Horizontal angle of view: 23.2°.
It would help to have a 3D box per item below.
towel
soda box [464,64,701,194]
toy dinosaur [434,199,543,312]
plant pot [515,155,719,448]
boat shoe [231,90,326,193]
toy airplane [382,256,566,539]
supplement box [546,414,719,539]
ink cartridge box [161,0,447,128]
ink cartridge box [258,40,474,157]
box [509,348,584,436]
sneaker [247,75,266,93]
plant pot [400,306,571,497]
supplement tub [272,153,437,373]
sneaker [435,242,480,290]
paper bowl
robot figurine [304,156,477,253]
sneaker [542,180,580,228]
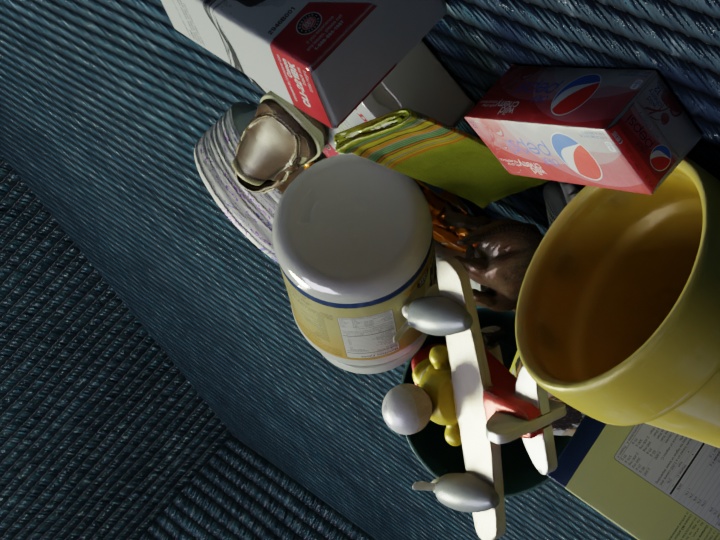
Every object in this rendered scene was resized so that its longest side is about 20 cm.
[{"bbox_3d":[0.074,-0.093,1.484,0.086,0.018,0.199,-16,156,39],"label":"towel"},{"bbox_3d":[0.166,-0.111,1.339,0.070,0.063,0.200,49,165,-24],"label":"soda box"},{"bbox_3d":[0.145,-0.005,1.596,0.134,0.086,0.200,5,154,18],"label":"toy dinosaur"},{"bbox_3d":[0.251,0.041,1.327,0.188,0.202,0.200,31,172,-27],"label":"plant pot"},{"bbox_3d":[-0.083,-0.111,1.656,0.075,0.075,0.202,41,168,1],"label":"boat shoe"},{"bbox_3d":[0.090,0.117,1.527,0.200,0.140,0.201,99,156,-60],"label":"toy airplane"},{"bbox_3d":[0.290,0.182,1.572,0.199,0.135,0.200,34,-177,10],"label":"supplement box"},{"bbox_3d":[-0.053,-0.229,1.424,0.199,0.144,0.084,33,162,32],"label":"ink cartridge box"},{"bbox_3d":[-0.007,-0.172,1.588,0.145,0.084,0.200,47,166,-21],"label":"ink cartridge box"},{"bbox_3d":[0.186,0.077,1.602,0.075,0.050,0.201,4,141,-8],"label":"box"},{"bbox_3d":[-0.105,-0.256,1.698,0.200,0.071,0.083,60,-177,-49],"label":"sneaker"},{"bbox_3d":[0.138,0.135,1.897,0.200,0.201,0.161,43,180,-1],"label":"plant pot"},{"bbox_3d":[0.000,0.000,1.608,0.144,0.144,0.200,37,163,21],"label":"supplement tub"},{"bbox_3d":[0.087,-0.012,1.821,0.199,0.080,0.074,36,163,21],"label":"sneaker"},{"bbox_3d":[-0.071,-0.098,1.852,0.200,0.104,0.201,41,-162,-16],"label":"paper bowl"},{"bbox_3d":[0.025,-0.056,1.743,0.199,0.145,0.058,35,-179,-11],"label":"robot figurine"},{"bbox_3d":[0.173,0.010,1.478,0.078,0.091,0.201,48,-156,-52],"label":"sneaker"}]
